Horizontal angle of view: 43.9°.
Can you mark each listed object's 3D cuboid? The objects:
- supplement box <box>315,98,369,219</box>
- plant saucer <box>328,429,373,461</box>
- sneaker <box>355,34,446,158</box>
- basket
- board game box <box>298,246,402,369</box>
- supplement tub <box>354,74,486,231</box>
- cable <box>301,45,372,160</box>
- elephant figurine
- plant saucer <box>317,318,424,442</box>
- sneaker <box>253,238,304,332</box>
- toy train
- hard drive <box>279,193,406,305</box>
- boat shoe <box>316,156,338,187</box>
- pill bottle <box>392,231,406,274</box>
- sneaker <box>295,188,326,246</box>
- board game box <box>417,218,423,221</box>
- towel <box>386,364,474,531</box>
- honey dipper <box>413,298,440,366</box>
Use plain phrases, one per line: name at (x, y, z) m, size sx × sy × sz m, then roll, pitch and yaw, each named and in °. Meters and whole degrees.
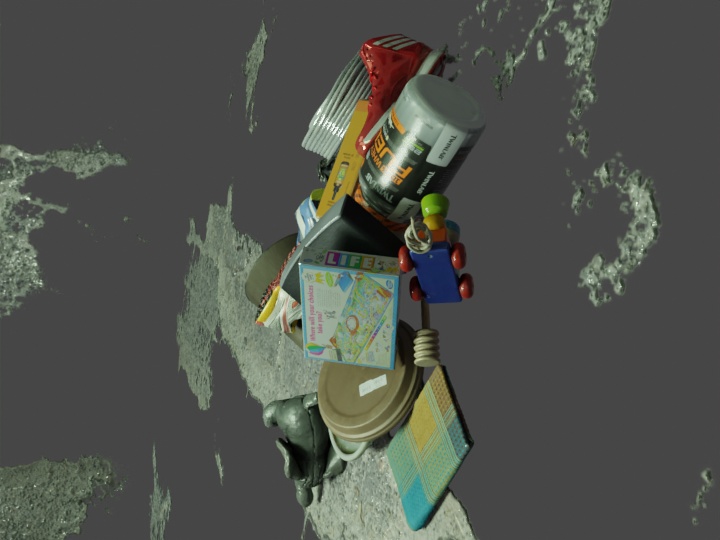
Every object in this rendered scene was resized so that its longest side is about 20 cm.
supplement box at (0.004, -0.159, 1.381) m, size 0.066 × 0.069 × 0.201 m, roll 19°, pitch 86°, yaw 49°
plant saucer at (0.003, 0.206, 1.444) m, size 0.200 × 0.050 × 0.201 m, roll -172°, pitch 90°, yaw -67°
sneaker at (0.028, -0.262, 1.318) m, size 0.200 × 0.115 × 0.078 m, roll -52°, pitch -17°, yaw -17°
basket at (-0.093, 0.052, 1.598) m, size 0.180 × 0.136 × 0.200 m, roll -42°, pitch 46°, yaw 2°
board game box at (-0.013, 0.056, 1.229) m, size 0.201 × 0.134 × 0.034 m, roll 91°, pitch -172°, yaw -47°
supplement tub at (0.076, -0.157, 1.233) m, size 0.200 × 0.122 × 0.123 m, roll -59°, pitch 32°, yaw 36°
cable at (-0.021, -0.277, 1.493) m, size 0.200 × 0.069 × 0.200 m, roll -54°, pitch 5°, yaw 21°
elephant figurine at (-0.089, 0.323, 1.589) m, size 0.141 × 0.155 × 0.201 m, roll -13°, pitch 80°, yaw 23°
plant saucer at (0.008, 0.158, 1.346) m, size 0.200 × 0.029 × 0.201 m, roll -22°, pitch 51°, yaw 31°
sneaker at (-0.097, 0.024, 1.454) m, size 0.200 × 0.082 × 0.078 m, roll -53°, pitch 18°, yaw 37°
toy train at (0.094, -0.053, 1.150) m, size 0.200 × 0.084 × 0.116 m, roll 67°, pitch -156°, yaw -52°
hard drive at (-0.029, -0.002, 1.255) m, size 0.200 × 0.135 × 0.042 m, roll -47°, pitch 2°, yaw 43°
boat shoe at (-0.044, -0.170, 1.556) m, size 0.200 × 0.066 × 0.070 m, roll -67°, pitch -5°, yaw -82°
pill bottle at (0.000, 0.000, 1.344) m, size 0.200 × 0.112 × 0.113 m, roll -57°, pitch 34°, yaw 42°
sneaker at (-0.056, -0.031, 1.492) m, size 0.082 × 0.074 × 0.201 m, roll -25°, pitch 75°, yaw 44°
board game box at (0.030, -0.091, 1.414) m, size 0.200 × 0.019 × 0.103 m, roll 50°, pitch 135°, yaw 45°
towel at (0.095, 0.249, 1.245) m, size 0.147 × 0.022 × 0.200 m, roll -108°, pitch 33°, yaw -44°
honey dipper at (0.091, 0.038, 1.288) m, size 0.038 × 0.038 × 0.201 m, roll 134°, pitch 139°, yaw -58°
